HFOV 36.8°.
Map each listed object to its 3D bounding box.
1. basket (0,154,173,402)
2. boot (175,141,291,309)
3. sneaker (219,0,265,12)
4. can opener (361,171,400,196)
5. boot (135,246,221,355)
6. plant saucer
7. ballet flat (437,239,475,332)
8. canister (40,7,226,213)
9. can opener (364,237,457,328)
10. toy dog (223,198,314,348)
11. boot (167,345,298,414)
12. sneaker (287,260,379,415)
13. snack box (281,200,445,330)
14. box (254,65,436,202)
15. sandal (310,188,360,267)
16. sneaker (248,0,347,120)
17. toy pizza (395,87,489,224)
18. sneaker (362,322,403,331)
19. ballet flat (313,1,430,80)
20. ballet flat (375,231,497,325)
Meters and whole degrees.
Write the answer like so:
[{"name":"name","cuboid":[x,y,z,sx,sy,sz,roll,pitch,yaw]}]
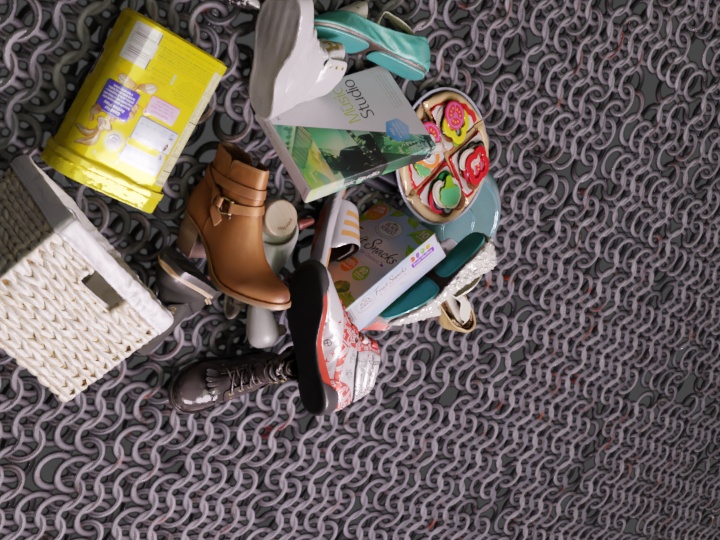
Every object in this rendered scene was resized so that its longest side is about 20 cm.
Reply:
[{"name":"basket","cuboid":[-0.355,0.012,1.232,0.161,0.200,0.198,-43,131,-8]},{"name":"boot","cuboid":[-0.139,-0.056,1.359,0.077,0.200,0.155,1,121,-51]},{"name":"sneaker","cuboid":[-0.165,-0.371,1.254,0.200,0.077,0.085,34,81,-46]},{"name":"can opener","cuboid":[-0.002,-0.145,1.510,0.200,0.063,0.079,22,72,-52]},{"name":"boot","cuboid":[-0.251,0.051,1.362,0.138,0.077,0.200,-43,167,-5]},{"name":"plant saucer","cuboid":[0.146,-0.072,1.679,0.200,0.027,0.200,-17,123,-28]},{"name":"ballet flat","cuboid":[0.133,0.020,1.657,0.069,0.063,0.200,-45,133,-18]},{"name":"canister","cuboid":[-0.262,-0.187,1.270,0.148,0.087,0.200,26,96,-43]},{"name":"can opener","cuboid":[0.073,0.018,1.565,0.200,0.066,0.053,-29,111,-16]},{"name":"toy dog","cuboid":[-0.108,-0.004,1.448,0.096,0.132,0.200,0,113,-30]},{"name":"boot","cuboid":[-0.145,0.139,1.471,0.200,0.174,0.069,-19,92,-35]},{"name":"sneaker","cuboid":[-0.032,0.079,1.405,0.108,0.067,0.202,-14,104,-46]},{"name":"snack box","cuboid":[0.000,0.000,1.529,0.200,0.142,0.053,-40,131,-13]},{"name":"box","cuboid":[-0.019,-0.183,1.421,0.200,0.144,0.036,-23,161,-25]},{"name":"sandal","cuboid":[-0.035,-0.023,1.485,0.059,0.079,0.207,17,68,-13]},{"name":"sneaker","cuboid":[-0.067,-0.279,1.324,0.115,0.074,0.200,-26,158,-30]},{"name":"toy pizza","cuboid":[0.127,-0.165,1.573,0.200,0.032,0.201,-10,105,-43]},{"name":"sneaker","cuboid":[-0.006,0.036,1.598,0.201,0.067,0.108,-3,114,-40]},{"name":"ballet flat","cuboid":[0.010,-0.313,1.424,0.200,0.067,0.071,15,76,-34]},{"name":"ballet flat","cuboid":[0.114,0.026,1.519,0.200,0.072,0.072,-36,131,-6]}]
